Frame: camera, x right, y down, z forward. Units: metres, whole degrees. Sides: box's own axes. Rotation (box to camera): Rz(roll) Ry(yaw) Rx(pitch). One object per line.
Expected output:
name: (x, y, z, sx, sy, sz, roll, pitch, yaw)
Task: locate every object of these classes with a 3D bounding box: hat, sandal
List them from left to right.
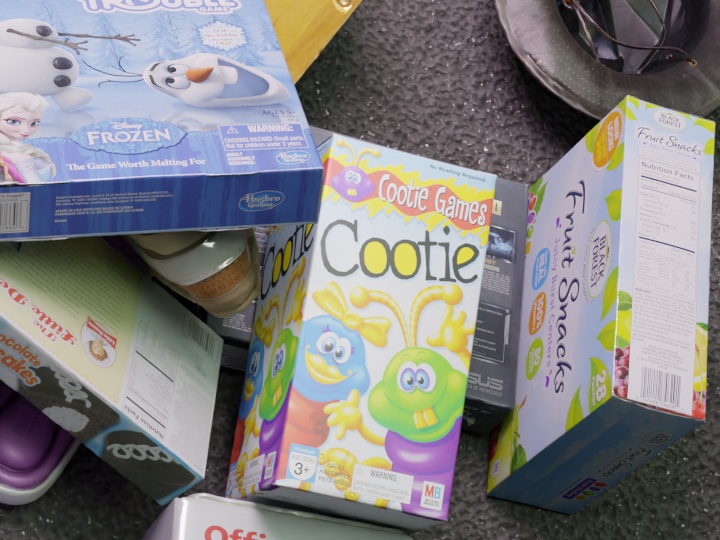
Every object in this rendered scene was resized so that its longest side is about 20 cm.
sandal: (-0.164, 0.043, 1.513, 0.082, 0.050, 0.203, 25, 57, -14)
hat: (0.172, -0.166, 1.749, 0.200, 0.081, 0.201, 6, 66, -13)

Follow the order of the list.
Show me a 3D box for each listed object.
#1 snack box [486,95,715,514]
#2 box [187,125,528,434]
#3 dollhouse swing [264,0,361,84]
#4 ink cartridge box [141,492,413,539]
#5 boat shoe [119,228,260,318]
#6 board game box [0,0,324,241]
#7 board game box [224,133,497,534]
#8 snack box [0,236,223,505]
snack box: (0.143, 0.023, 1.591, 0.068, 0.169, 0.200, 14, 62, -19)
box: (0.000, 0.000, 1.607, 0.200, 0.051, 0.158, 14, 61, -17)
dollhouse swing: (-0.101, -0.208, 1.636, 0.200, 0.176, 0.182, 39, 85, -8)
ink cartridge box: (-0.051, 0.237, 1.451, 0.146, 0.083, 0.200, 13, 62, -18)
boat shoe: (-0.103, -0.024, 1.515, 0.075, 0.200, 0.068, -30, 110, 0)
board game box: (-0.138, -0.097, 1.444, 0.200, 0.043, 0.199, -3, 40, -15)
board game box: (0.000, 0.040, 1.498, 0.105, 0.103, 0.200, 13, 74, -16)
snack box: (-0.160, 0.026, 1.446, 0.200, 0.037, 0.116, 42, 31, -26)
